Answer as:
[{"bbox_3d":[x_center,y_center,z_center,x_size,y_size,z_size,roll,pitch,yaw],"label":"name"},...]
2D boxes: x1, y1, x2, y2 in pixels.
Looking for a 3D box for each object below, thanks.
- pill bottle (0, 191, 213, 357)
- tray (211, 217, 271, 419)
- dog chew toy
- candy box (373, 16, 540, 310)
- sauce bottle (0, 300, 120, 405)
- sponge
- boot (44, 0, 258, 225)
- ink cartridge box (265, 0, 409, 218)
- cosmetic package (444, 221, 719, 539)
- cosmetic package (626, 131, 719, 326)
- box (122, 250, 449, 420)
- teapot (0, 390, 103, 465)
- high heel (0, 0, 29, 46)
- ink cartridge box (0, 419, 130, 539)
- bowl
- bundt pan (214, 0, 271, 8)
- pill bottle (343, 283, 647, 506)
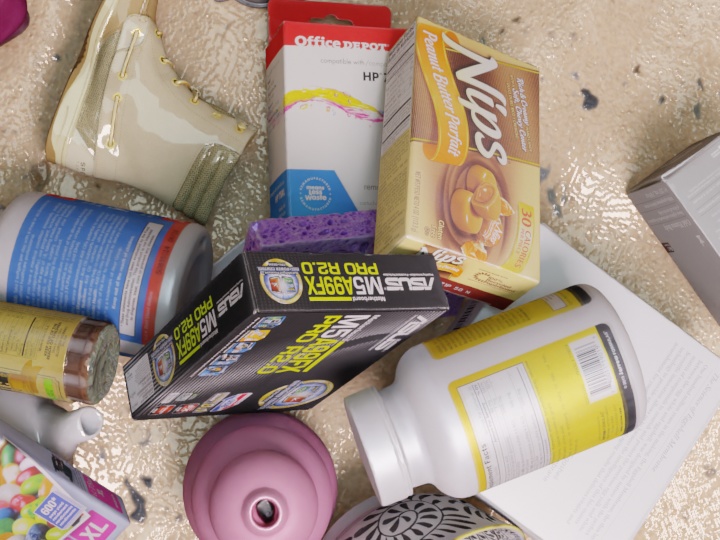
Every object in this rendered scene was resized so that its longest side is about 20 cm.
[{"bbox_3d":[-0.223,0.000,1.002,0.197,0.112,0.114,12,86,6],"label":"pill bottle"},{"bbox_3d":[-0.069,0.020,1.069,0.199,0.022,0.108,-38,92,-7],"label":"tray"},{"bbox_3d":[-0.074,0.170,0.971,0.123,0.200,0.126,0,86,-6],"label":"dog chew toy"},{"bbox_3d":[0.076,-0.082,0.974,0.114,0.055,0.202,19,56,-22],"label":"candy box"},{"bbox_3d":[-0.278,0.052,0.946,0.197,0.065,0.066,9,86,11],"label":"sauce bottle"},{"bbox_3d":[0.000,0.000,1.008,0.198,0.112,0.030,-6,51,-24],"label":"sponge"},{"bbox_3d":[-0.150,-0.153,1.045,0.154,0.073,0.202,23,86,-4],"label":"boot"},{"bbox_3d":[-0.014,-0.132,1.044,0.115,0.067,0.203,0,81,-16],"label":"ink cartridge box"},{"bbox_3d":[0.156,0.105,1.037,0.199,0.123,0.200,36,84,-1],"label":"cosmetic package"},{"bbox_3d":[0.322,-0.012,1.070,0.090,0.107,0.201,-33,89,-7],"label":"cosmetic package"},{"bbox_3d":[-0.058,0.049,0.918,0.159,0.200,0.045,2,64,-36],"label":"box"},{"bbox_3d":[-0.318,0.156,0.974,0.196,0.146,0.202,26,85,-4],"label":"teapot"},{"bbox_3d":[-0.350,-0.167,1.013,0.200,0.096,0.068,-41,91,-7],"label":"high heel"},{"bbox_3d":[-0.271,0.164,0.898,0.119,0.042,0.200,-46,123,2],"label":"ink cartridge box"},{"bbox_3d":[0.026,0.239,1.009,0.200,0.201,0.094,-38,56,-7],"label":"bowl"},{"bbox_3d":[-0.085,-0.326,1.061,0.199,0.076,0.205,0,86,-6],"label":"bundt pan"},{"bbox_3d":[0.093,0.093,0.915,0.198,0.112,0.113,-20,89,-6],"label":"pill bottle"}]
